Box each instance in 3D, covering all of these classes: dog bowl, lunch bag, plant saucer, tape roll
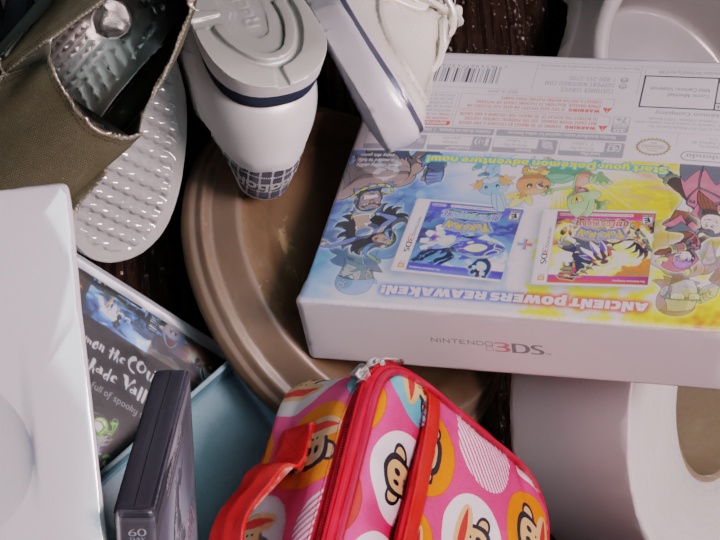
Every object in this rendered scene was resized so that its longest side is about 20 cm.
[{"bbox_3d":[0.190,-0.094,1.150,0.199,0.059,0.201,11,69,-30],"label":"dog bowl"},{"bbox_3d":[0.001,0.146,0.860,0.176,0.082,0.201,42,48,-37],"label":"lunch bag"},{"bbox_3d":[0.000,0.000,0.985,0.199,0.029,0.201,23,50,-30],"label":"plant saucer"},{"bbox_3d":[-0.100,0.120,0.885,0.200,0.019,0.070,-41,99,-36],"label":"plant saucer"},{"bbox_3d":[0.159,0.053,1.021,0.202,0.071,0.204,-16,110,-52],"label":"tape roll"}]

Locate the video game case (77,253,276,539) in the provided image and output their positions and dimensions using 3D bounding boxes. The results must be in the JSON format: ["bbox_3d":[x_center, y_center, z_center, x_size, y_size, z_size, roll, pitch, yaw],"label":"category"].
[{"bbox_3d":[-0.145,0.082,0.893,0.200,0.023,0.182,34,60,-20],"label":"video game case"}]

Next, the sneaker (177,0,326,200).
[{"bbox_3d":[-0.068,-0.123,0.964,0.076,0.081,0.201,-8,45,-9],"label":"sneaker"}]

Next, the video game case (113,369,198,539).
[{"bbox_3d":[-0.079,0.159,0.802,0.019,0.143,0.201,0,108,0],"label":"video game case"}]

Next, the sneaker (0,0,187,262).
[{"bbox_3d":[-0.133,-0.107,0.934,0.078,0.079,0.201,-12,106,-29],"label":"sneaker"}]

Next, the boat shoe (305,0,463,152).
[{"bbox_3d":[0.015,-0.127,0.971,0.071,0.070,0.200,61,6,-28],"label":"boat shoe"}]

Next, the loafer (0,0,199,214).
[{"bbox_3d":[-0.138,-0.067,0.855,0.075,0.070,0.201,34,86,-23],"label":"loafer"}]

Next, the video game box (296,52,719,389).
[{"bbox_3d":[0.088,-0.030,0.937,0.183,0.199,0.047,-70,158,-44],"label":"video game box"}]

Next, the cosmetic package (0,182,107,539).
[{"bbox_3d":[-0.204,0.083,0.754,0.199,0.123,0.201,-5,80,-14],"label":"cosmetic package"}]
